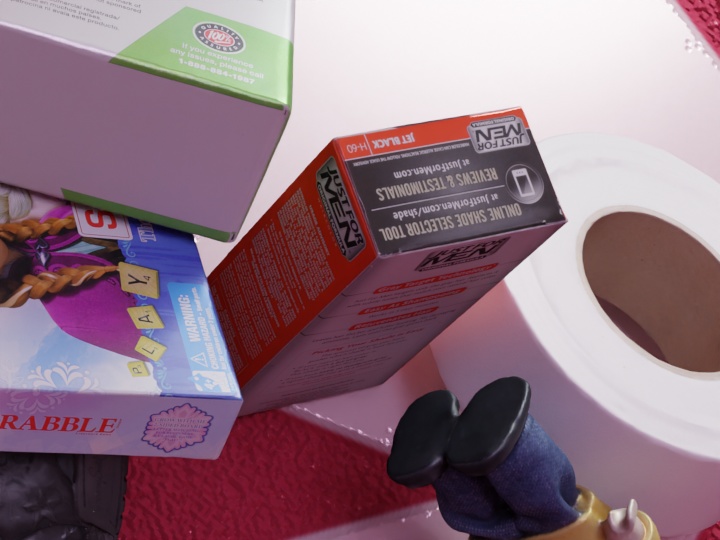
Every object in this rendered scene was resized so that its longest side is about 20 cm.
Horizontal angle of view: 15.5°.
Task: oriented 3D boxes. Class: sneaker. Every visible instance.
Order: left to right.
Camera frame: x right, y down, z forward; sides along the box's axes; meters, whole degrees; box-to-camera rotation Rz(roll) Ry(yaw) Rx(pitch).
[{"bbox_3d":[-0.158,0.119,1.133,0.104,0.060,0.200,6,94,-17],"label":"sneaker"}]

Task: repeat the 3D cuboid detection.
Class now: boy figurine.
[{"bbox_3d":[0.085,0.139,1.246,0.200,0.124,0.064,58,37,-31],"label":"boy figurine"}]

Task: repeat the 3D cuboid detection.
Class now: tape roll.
[{"bbox_3d":[0.134,0.030,1.312,0.202,0.071,0.203,20,44,-21],"label":"tape roll"}]

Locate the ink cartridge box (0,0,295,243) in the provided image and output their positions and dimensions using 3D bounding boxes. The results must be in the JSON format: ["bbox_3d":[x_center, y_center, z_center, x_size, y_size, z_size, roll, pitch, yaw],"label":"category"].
[{"bbox_3d":[-0.107,-0.121,1.160,0.145,0.084,0.200,15,39,-12],"label":"ink cartridge box"}]

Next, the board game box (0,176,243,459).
[{"bbox_3d":[-0.167,-0.011,1.106,0.199,0.041,0.200,3,44,-25],"label":"board game box"}]

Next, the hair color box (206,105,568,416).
[{"bbox_3d":[0.000,0.000,1.210,0.101,0.200,0.061,-11,73,-30],"label":"hair color box"}]
